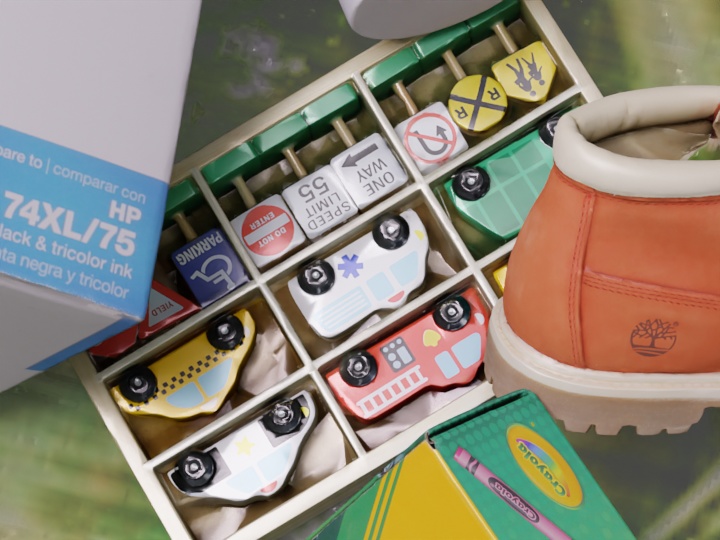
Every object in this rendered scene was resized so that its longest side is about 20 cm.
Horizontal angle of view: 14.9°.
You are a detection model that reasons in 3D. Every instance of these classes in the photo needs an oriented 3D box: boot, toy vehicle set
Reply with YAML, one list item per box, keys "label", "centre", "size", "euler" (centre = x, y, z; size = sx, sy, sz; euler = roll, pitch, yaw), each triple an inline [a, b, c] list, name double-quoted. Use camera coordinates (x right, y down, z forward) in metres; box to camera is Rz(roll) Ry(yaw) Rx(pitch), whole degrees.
- label: "boot"
  centre: [0.143, -0.009, 0.859]
  size: [0.200, 0.107, 0.075]
  euler: [-2, 33, -16]
- label: "toy vehicle set"
  centre: [0.000, 0.000, 0.924]
  size: [0.200, 0.027, 0.124]
  euler: [-31, 78, -4]

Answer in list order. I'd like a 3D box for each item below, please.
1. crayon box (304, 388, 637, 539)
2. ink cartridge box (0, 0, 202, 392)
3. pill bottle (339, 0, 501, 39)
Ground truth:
- label: "crayon box"
  centre: [0.058, 0.152, 0.841]
  size: [0.119, 0.058, 0.200]
  euler: [-45, 74, 38]
- label: "ink cartridge box"
  centre: [-0.142, -0.082, 0.854]
  size: [0.146, 0.147, 0.200]
  euler: [18, 69, -25]
- label: "pill bottle"
  centre: [-0.006, -0.180, 0.916]
  size: [0.111, 0.111, 0.200]
  euler: [-22, 74, -1]
